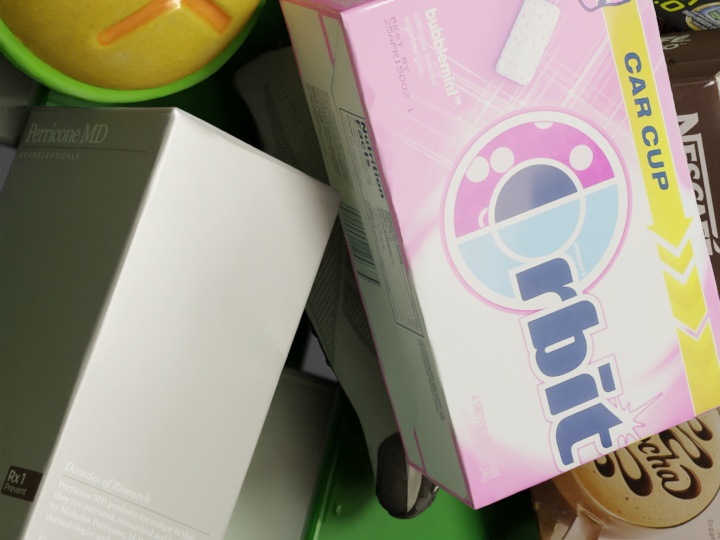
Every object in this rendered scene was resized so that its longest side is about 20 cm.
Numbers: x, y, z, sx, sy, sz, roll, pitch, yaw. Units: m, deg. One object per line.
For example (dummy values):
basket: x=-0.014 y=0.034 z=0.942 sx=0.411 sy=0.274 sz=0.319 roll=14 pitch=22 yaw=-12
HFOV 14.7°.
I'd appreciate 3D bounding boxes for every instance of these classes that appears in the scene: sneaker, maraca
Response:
sneaker: x=0.000 y=0.000 z=1.081 sx=0.074 sy=0.079 sz=0.201 roll=-47 pitch=129 yaw=-66
maraca: x=-0.088 y=-0.159 z=0.981 sx=0.137 sy=0.107 sz=0.201 roll=-10 pitch=98 yaw=-33

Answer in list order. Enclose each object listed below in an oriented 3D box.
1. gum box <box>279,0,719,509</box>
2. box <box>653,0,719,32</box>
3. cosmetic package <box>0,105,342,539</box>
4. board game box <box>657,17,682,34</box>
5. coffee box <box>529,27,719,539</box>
gum box: x=0.054 y=-0.031 z=1.004 sx=0.113 sy=0.066 sz=0.201 roll=-21 pitch=109 yaw=-17
box: x=0.111 y=-0.209 z=1.113 sx=0.160 sy=0.044 sz=0.201 roll=23 pitch=61 yaw=-42
cosmetic package: x=-0.094 y=0.046 z=0.990 sx=0.090 sy=0.107 sz=0.201 roll=23 pitch=78 yaw=-35
board game box: x=0.176 y=-0.137 z=1.183 sx=0.120 sy=0.032 sz=0.200 roll=34 pitch=67 yaw=13
coffee box: x=0.118 y=0.011 z=1.118 sx=0.080 sy=0.113 sz=0.201 roll=-39 pitch=122 yaw=-58
